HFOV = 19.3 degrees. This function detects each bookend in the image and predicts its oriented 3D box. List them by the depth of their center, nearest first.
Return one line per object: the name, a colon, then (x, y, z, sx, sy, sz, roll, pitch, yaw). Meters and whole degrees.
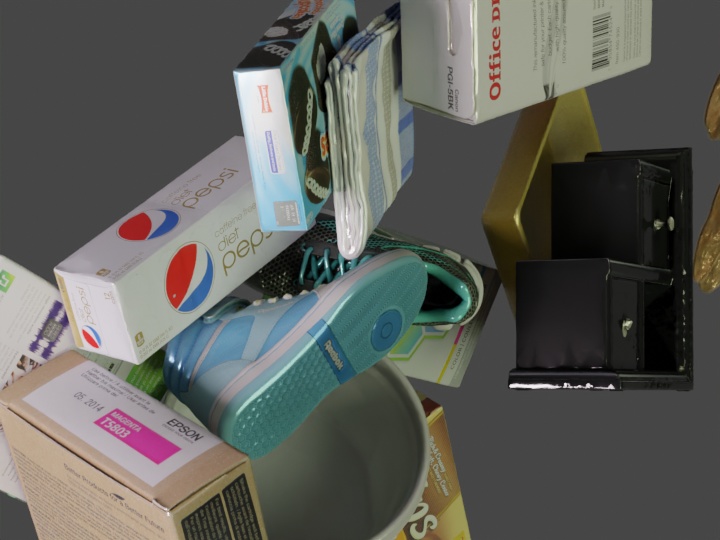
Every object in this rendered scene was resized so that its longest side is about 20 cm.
bookend: (0.191, -0.005, 1.654, 0.199, 0.092, 0.201, 9, 81, -65)

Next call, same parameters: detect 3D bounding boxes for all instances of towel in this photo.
towel: (0.012, -0.107, 1.546, 0.200, 0.024, 0.148, -55, 144, -66)

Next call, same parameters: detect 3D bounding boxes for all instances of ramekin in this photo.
ramekin: (-0.053, 0.147, 1.564, 0.200, 0.200, 0.105, -38, 160, -26)

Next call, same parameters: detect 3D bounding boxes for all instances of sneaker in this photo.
sneaker: (-0.057, 0.034, 1.501, 0.200, 0.130, 0.080, -38, 135, -21)
sneaker: (0.000, 0.000, 1.570, 0.199, 0.091, 0.078, 9, 95, -6)

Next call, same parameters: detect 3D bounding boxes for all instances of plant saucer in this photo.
plant saucer: (0.155, -0.038, 1.745, 0.201, 0.048, 0.201, -67, 147, -42)

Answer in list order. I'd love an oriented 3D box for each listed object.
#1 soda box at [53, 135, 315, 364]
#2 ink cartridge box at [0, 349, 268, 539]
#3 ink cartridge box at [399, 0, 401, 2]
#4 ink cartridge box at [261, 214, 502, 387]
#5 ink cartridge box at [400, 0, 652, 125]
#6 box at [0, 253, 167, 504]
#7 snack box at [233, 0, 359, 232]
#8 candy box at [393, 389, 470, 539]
soda box: (-0.121, -0.018, 1.488, 0.200, 0.063, 0.068, -40, 129, -39)
ink cartridge box: (-0.147, 0.167, 1.426, 0.075, 0.200, 0.165, -32, 130, -30)
ink cartridge box: (0.128, -0.250, 1.665, 0.200, 0.045, 0.176, -55, 135, -10)
ink cartridge box: (0.018, 0.022, 1.671, 0.199, 0.059, 0.104, 17, 96, -47)
ink cartridge box: (0.125, -0.208, 1.586, 0.199, 0.083, 0.148, -20, 119, -38)
box: (-0.229, 0.085, 1.479, 0.200, 0.036, 0.145, 36, 83, -46)
snack box: (-0.037, -0.119, 1.484, 0.200, 0.037, 0.117, -61, 146, -62)
candy box: (0.028, 0.208, 1.771, 0.115, 0.055, 0.201, -34, 129, -27)
